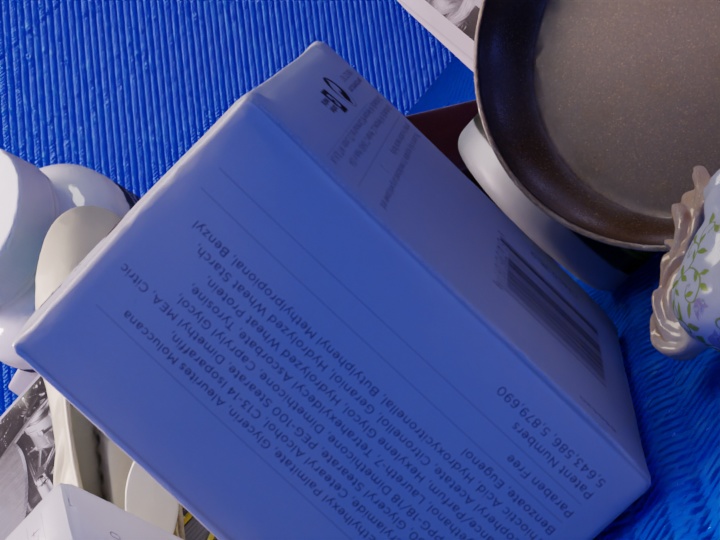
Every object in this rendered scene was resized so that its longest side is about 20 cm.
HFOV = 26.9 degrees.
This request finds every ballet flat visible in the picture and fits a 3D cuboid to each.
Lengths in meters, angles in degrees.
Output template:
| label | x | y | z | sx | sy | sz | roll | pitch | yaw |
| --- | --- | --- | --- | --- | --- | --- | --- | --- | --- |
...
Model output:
| label | x | y | z | sx | sy | sz | roll | pitch | yaw |
| --- | --- | --- | --- | --- | --- | --- | --- | --- | --- |
| ballet flat | -0.104 | 0.060 | 0.666 | 0.069 | 0.201 | 0.069 | -6 | -15 | -2 |

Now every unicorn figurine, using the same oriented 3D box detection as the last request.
| label | x | y | z | sx | sy | sz | roll | pitch | yaw |
| --- | --- | --- | --- | --- | --- | --- | --- | --- | --- |
| unicorn figurine | 0.149 | -0.013 | 0.489 | 0.138 | 0.074 | 0.200 | -60 | -4 | -21 |

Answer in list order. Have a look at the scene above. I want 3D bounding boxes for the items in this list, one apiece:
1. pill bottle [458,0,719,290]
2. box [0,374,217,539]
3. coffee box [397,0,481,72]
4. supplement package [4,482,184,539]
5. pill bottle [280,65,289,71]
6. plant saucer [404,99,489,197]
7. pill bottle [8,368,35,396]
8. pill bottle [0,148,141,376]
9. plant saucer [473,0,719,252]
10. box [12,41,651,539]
| label | x | y | z | sx | sy | sz | roll | pitch | yaw |
| --- | --- | --- | --- | --- | --- | --- | --- | --- | --- |
| pill bottle | 0.152 | -0.096 | 0.738 | 0.200 | 0.112 | 0.112 | -46 | 6 | 13 |
| box | -0.098 | 0.128 | 0.710 | 0.158 | 0.200 | 0.048 | -46 | -29 | 3 |
| coffee box | 0.175 | -0.225 | 0.994 | 0.200 | 0.200 | 0.198 | -51 | 8 | -33 |
| supplement package | -0.126 | 0.205 | 0.580 | 0.200 | 0.117 | 0.117 | -47 | 35 | 12 |
| pill bottle | 0.000 | 0.000 | 0.784 | 0.114 | 0.200 | 0.114 | -46 | 7 | 7 |
| plant saucer | 0.056 | -0.045 | 0.977 | 0.199 | 0.037 | 0.200 | -15 | -21 | -23 |
| pill bottle | -0.134 | 0.098 | 1.038 | 0.120 | 0.200 | 0.120 | -55 | 7 | 10 |
| pill bottle | -0.143 | 0.010 | 0.814 | 0.111 | 0.200 | 0.111 | -15 | 61 | 29 |
| plant saucer | 0.145 | -0.103 | 0.658 | 0.200 | 0.200 | 0.032 | -46 | -32 | 13 |
| box | -0.002 | 0.027 | 0.613 | 0.131 | 0.200 | 0.199 | -46 | 6 | 14 |
